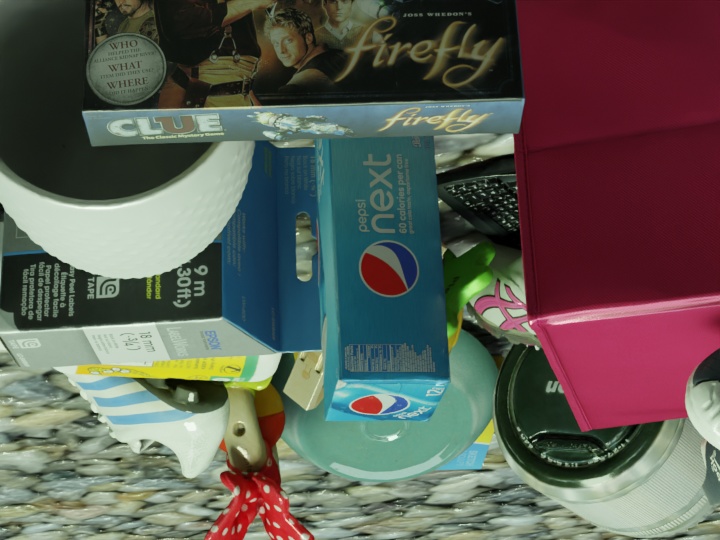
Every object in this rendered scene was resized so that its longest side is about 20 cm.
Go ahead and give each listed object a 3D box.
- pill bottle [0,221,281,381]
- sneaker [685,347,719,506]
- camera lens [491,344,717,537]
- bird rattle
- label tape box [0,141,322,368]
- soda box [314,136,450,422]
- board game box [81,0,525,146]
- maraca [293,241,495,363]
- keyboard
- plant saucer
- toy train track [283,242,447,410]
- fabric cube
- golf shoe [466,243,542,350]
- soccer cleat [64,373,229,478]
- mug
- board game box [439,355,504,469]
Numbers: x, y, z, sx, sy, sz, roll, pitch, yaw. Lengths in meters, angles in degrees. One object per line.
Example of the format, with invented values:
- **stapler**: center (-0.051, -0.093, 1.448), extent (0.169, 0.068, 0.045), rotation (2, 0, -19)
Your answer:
- **pill bottle**: center (-0.154, 0.016, 1.109), extent (0.198, 0.114, 0.113), rotation (3, 156, -14)
- **sneaker**: center (0.212, 0.097, 0.872), extent (0.198, 0.080, 0.129), rotation (4, 151, -41)
- **camera lens**: center (0.208, 0.123, 1.325), extent (0.158, 0.162, 0.200), rotation (-14, 154, 25)
- **bird rattle**: center (-0.083, 0.120, 1.276), extent (0.112, 0.202, 0.163), rotation (-22, -178, 5)
- **label tape box**: center (-0.111, -0.023, 0.987), extent (0.197, 0.146, 0.063), rotation (-4, 155, 2)
- **soda box**: center (0.009, -0.019, 0.934), extent (0.063, 0.202, 0.068), rotation (1, 156, -8)
- **board game box**: center (-0.028, -0.128, 0.768), extent (0.197, 0.137, 0.035), rotation (-2, 157, -2)
- **maraca**: center (0.022, 0.032, 1.138), extent (0.107, 0.138, 0.199), rotation (42, 155, -17)
- **keyboard**: center (0.135, -0.023, 1.141), extent (0.103, 0.040, 0.200), rotation (-15, 154, 28)
- **plant saucer**: center (0.020, 0.116, 1.360), extent (0.197, 0.036, 0.201), rotation (-2, 134, -2)
- **toy train track**: center (0.000, 0.000, 1.065), extent (0.032, 0.114, 0.202), rotation (-13, 132, -54)
- **fabric cube**: center (0.197, -0.039, 0.909), extent (0.197, 0.202, 0.196), rotation (-8, 157, 13)
- **golf shoe**: center (0.134, 0.010, 1.101), extent (0.072, 0.093, 0.199), rotation (-24, -150, -25)
- **soccer cleat**: center (-0.180, 0.082, 1.189), extent (0.199, 0.087, 0.070), rotation (28, -148, 27)
- **mug**: center (-0.106, -0.084, 0.878), extent (0.199, 0.148, 0.176), rotation (-31, 165, -11)
- **board game box**: center (0.045, 0.132, 1.479), extent (0.151, 0.041, 0.200), rotation (-1, 156, -2)
